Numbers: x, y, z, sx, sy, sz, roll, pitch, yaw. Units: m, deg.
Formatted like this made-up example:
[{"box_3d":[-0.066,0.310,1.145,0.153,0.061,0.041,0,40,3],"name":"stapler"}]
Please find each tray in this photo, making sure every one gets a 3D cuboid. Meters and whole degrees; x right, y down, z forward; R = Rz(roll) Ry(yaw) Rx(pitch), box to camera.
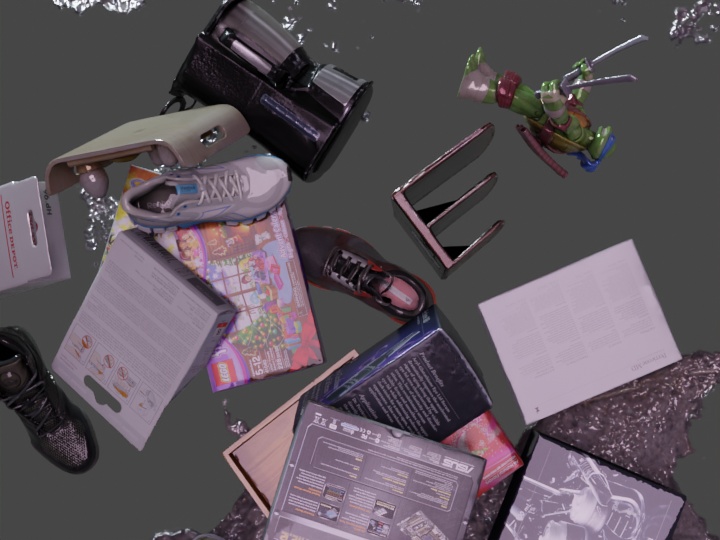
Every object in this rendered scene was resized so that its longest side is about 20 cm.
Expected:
[{"box_3d":[-0.056,0.194,1.517,0.199,0.037,0.099,-38,86,1],"name":"tray"}]

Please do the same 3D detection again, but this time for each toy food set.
[{"box_3d":[-0.237,-0.128,1.433,0.198,0.143,0.061,-6,109,29],"name":"toy food set"}]

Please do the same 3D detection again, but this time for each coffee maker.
[{"box_3d":[-0.110,-0.193,1.508,0.199,0.135,0.193,37,124,5],"name":"coffee maker"}]

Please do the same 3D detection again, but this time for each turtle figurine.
[{"box_3d":[0.221,-0.222,1.478,0.192,0.201,0.145,20,53,8],"name":"turtle figurine"}]

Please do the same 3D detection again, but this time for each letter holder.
[{"box_3d":[0.119,-0.077,1.442,0.142,0.200,0.101,-38,86,0],"name":"letter holder"}]

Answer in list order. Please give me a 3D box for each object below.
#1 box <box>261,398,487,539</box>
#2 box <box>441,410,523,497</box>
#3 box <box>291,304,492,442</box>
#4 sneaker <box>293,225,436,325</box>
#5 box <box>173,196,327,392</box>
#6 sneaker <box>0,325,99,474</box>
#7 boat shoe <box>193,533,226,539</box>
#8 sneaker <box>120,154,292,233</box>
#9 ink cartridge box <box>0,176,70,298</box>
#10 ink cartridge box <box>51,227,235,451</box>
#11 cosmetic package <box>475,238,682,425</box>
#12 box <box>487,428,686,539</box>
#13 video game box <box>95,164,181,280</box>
[{"box_3d":[0.014,0.237,1.311,0.197,0.048,0.160,18,86,-2],"name":"box"},{"box_3d":[0.080,0.235,1.478,0.199,0.095,0.100,-35,87,0],"name":"box"},{"box_3d":[0.035,0.143,1.412,0.199,0.148,0.105,-35,97,4],"name":"box"},{"box_3d":[0.000,0.000,1.502,0.198,0.082,0.078,23,88,3],"name":"sneaker"},{"box_3d":[-0.128,0.027,1.484,0.135,0.039,0.203,-15,87,3],"name":"box"},{"box_3d":[-0.382,0.156,1.497,0.076,0.114,0.201,-31,88,2],"name":"sneaker"},{"box_3d":[-0.117,0.374,1.495,0.198,0.062,0.073,26,88,3],"name":"boat shoe"},{"box_3d":[-0.173,-0.084,1.427,0.197,0.087,0.076,-14,85,5],"name":"sneaker"},{"box_3d":[-0.403,-0.034,1.481,0.198,0.067,0.118,-13,86,37],"name":"ink cartridge box"},{"box_3d":[-0.251,0.079,1.478,0.162,0.050,0.201,38,113,17],"name":"ink cartridge box"},{"box_3d":[0.254,0.072,1.502,0.198,0.052,0.153,-22,84,1],"name":"cosmetic package"},{"box_3d":[0.245,0.310,1.462,0.180,0.104,0.202,22,88,5],"name":"box"},{"box_3d":[-0.205,-0.010,1.531,0.197,0.047,0.185,16,86,3],"name":"video game box"}]
